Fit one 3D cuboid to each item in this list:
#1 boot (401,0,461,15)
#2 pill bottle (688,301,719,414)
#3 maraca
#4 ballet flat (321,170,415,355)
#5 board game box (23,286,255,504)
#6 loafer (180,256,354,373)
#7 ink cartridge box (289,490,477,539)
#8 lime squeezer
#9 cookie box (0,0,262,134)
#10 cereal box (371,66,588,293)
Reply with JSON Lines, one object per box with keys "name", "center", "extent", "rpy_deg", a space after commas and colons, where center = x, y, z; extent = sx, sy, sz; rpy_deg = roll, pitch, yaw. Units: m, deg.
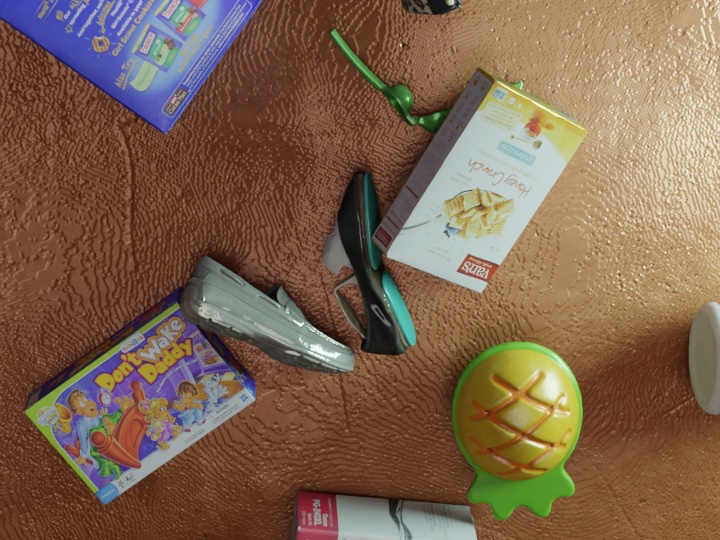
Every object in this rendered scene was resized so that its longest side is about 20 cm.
{"name": "boot", "center": [0.081, -0.313, 1.317], "extent": [0.073, 0.203, 0.155], "rpy_deg": [-35, 117, -29]}
{"name": "pill bottle", "center": [0.449, 0.089, 1.511], "extent": [0.198, 0.116, 0.117], "rpy_deg": [-1, 110, -4]}
{"name": "maraca", "center": [0.163, 0.168, 1.523], "extent": [0.136, 0.107, 0.202], "rpy_deg": [-3, 110, 5]}
{"name": "ballet flat", "center": [0.000, 0.000, 1.477], "extent": [0.068, 0.068, 0.202], "rpy_deg": [-11, 110, 14]}
{"name": "board game box", "center": [-0.227, 0.131, 1.516], "extent": [0.199, 0.045, 0.135], "rpy_deg": [-35, 108, 8]}
{"name": "loafer", "center": [-0.087, 0.049, 1.484], "extent": [0.199, 0.070, 0.070], "rpy_deg": [27, 70, -26]}
{"name": "ink cartridge box", "center": [0.020, 0.329, 1.582], "extent": [0.198, 0.083, 0.147], "rpy_deg": [6, 109, -6]}
{"name": "lime squeezer", "center": [0.057, -0.175, 1.433], "extent": [0.198, 0.038, 0.071], "rpy_deg": [15, 108, -8]}
{"name": "cookie box", "center": [-0.213, -0.259, 1.364], "extent": [0.199, 0.075, 0.172], "rpy_deg": [35, 104, -15]}
{"name": "cereal box", "center": [0.117, -0.084, 1.438], "extent": [0.143, 0.040, 0.201], "rpy_deg": [19, 109, -40]}
